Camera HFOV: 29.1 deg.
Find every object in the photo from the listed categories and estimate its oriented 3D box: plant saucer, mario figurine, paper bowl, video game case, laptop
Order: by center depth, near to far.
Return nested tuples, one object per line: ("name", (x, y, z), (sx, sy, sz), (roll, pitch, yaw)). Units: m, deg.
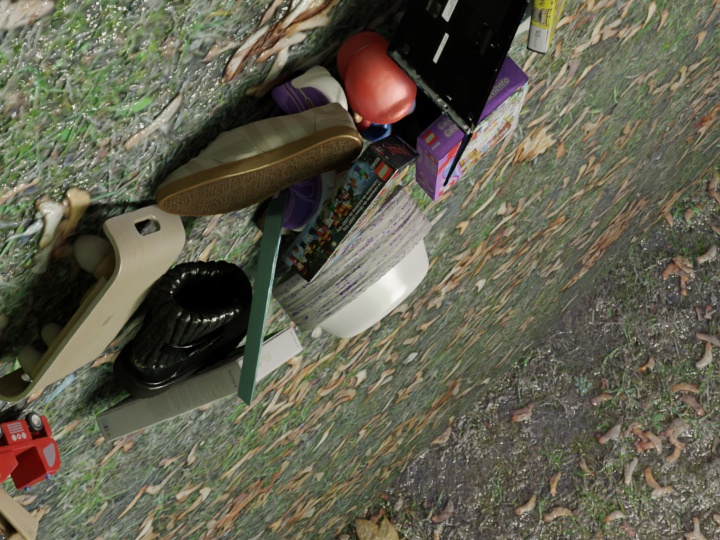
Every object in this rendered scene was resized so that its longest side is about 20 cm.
("laptop", (0.089, -0.215, 1.361), (0.102, 0.200, 0.179), (-3, -124, 48))
("plant saucer", (-0.098, 0.029, 1.366), (0.070, 0.019, 0.203), (-86, -175, -70))
("mario figurine", (0.008, -0.194, 1.384), (0.200, 0.104, 0.125), (66, 34, -84))
("video game case", (0.216, -0.351, 1.419), (0.181, 0.025, 0.202), (80, 29, -70))
("paper bowl", (0.000, 0.000, 1.626), (0.200, 0.105, 0.201), (-39, -173, 6))

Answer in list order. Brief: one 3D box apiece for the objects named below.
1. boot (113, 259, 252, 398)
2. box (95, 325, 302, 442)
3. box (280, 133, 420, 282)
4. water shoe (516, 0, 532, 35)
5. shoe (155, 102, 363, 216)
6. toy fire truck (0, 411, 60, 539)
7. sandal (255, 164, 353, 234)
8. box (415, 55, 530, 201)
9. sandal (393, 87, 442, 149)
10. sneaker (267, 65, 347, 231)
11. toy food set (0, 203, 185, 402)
("boot", (-0.154, 0.035, 1.424), (0.211, 0.079, 0.158), (-44, 173, -49))
("box", (-0.178, 0.125, 1.536), (0.198, 0.037, 0.144), (-21, -175, 25))
("box", (-0.006, -0.066, 1.369), (0.137, 0.038, 0.200), (-51, 179, 12))
("water shoe", (0.136, -0.279, 1.497), (0.200, 0.071, 0.080), (-42, 143, -26))
("shoe", (-0.096, -0.103, 1.279), (0.197, 0.054, 0.070), (-18, 153, 0))
("toy fire truck", (-0.345, 0.216, 1.318), (0.048, 0.143, 0.199), (-28, 170, 20))
("sandal", (-0.039, -0.067, 1.562), (0.082, 0.055, 0.199), (-54, 162, 28))
("box", (0.124, -0.157, 1.578), (0.137, 0.039, 0.200), (-43, 172, -6))
("sandal", (0.077, -0.177, 1.600), (0.075, 0.048, 0.201), (-41, 164, -13))
("sneaker", (-0.072, -0.117, 1.364), (0.082, 0.081, 0.201), (-19, 144, -24))
("toy food set", (-0.253, 0.026, 1.274), (0.200, 0.060, 0.143), (-50, 175, 18))
